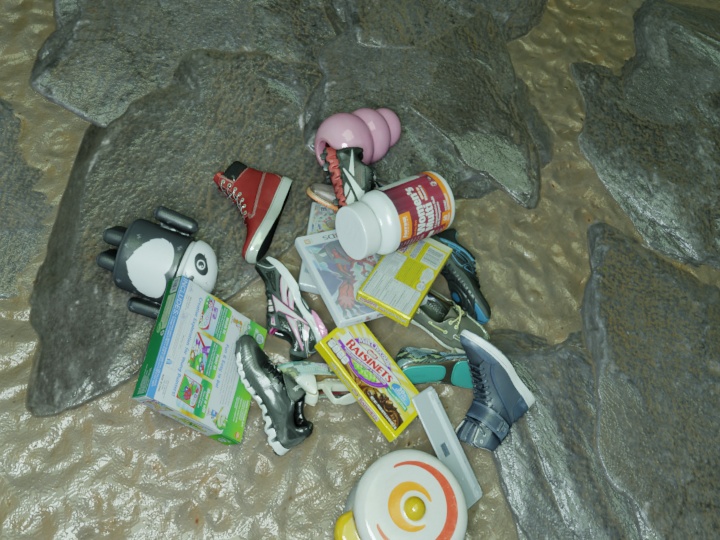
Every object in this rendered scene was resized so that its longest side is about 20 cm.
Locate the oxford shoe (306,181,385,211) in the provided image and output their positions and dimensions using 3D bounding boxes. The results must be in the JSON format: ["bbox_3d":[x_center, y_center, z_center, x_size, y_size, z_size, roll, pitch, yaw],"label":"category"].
[{"bbox_3d":[-0.005,-0.151,1.449,0.194,0.075,0.072,9,26,-16],"label":"oxford shoe"}]

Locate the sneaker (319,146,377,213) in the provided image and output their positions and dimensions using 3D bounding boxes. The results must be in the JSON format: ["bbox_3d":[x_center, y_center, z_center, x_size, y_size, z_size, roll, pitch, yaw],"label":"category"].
[{"bbox_3d":[-0.006,-0.139,1.372,0.095,0.071,0.205,-15,72,-3],"label":"sneaker"}]

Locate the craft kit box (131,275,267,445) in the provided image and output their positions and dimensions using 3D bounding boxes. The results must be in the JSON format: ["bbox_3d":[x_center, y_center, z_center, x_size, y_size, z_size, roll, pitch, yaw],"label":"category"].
[{"bbox_3d":[-0.247,0.144,1.202,0.196,0.048,0.205,37,51,-37],"label":"craft kit box"}]

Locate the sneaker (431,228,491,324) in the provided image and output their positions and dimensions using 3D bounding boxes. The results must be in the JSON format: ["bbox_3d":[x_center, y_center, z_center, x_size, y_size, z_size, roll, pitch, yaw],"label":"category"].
[{"bbox_3d":[0.196,0.005,1.432,0.081,0.074,0.203,-24,72,-25],"label":"sneaker"}]

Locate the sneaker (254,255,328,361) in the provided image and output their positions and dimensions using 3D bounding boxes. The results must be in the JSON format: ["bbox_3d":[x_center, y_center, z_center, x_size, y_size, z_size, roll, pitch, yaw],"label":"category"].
[{"bbox_3d":[-0.135,0.068,1.316,0.085,0.081,0.201,-31,68,-15],"label":"sneaker"}]

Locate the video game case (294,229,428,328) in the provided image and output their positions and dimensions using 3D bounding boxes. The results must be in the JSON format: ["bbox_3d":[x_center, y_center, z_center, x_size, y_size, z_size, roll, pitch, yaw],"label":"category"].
[{"bbox_3d":[0.000,0.000,1.348,0.178,0.023,0.202,-13,54,-25],"label":"video game case"}]

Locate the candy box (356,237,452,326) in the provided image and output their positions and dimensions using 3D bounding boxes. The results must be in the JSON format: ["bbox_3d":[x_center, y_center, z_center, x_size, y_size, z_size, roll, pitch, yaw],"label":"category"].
[{"bbox_3d":[0.080,0.005,1.321,0.100,0.027,0.201,25,46,13],"label":"candy box"}]

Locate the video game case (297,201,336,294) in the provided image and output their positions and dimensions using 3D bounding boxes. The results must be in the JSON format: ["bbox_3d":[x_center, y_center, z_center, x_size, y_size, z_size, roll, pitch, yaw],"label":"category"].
[{"bbox_3d":[-0.018,-0.030,1.405,0.177,0.023,0.204,13,50,-8],"label":"video game case"}]

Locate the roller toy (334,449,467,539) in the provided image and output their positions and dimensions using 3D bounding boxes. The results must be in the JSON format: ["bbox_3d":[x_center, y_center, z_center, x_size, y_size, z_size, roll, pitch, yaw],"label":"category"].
[{"bbox_3d":[0.066,0.378,1.168,0.195,0.141,0.186,22,59,-1],"label":"roller toy"}]

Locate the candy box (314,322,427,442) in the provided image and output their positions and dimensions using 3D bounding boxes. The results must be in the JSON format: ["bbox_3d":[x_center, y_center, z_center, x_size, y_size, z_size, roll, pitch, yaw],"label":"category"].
[{"bbox_3d":[0.019,0.175,1.267,0.201,0.026,0.102,50,46,5],"label":"candy box"}]

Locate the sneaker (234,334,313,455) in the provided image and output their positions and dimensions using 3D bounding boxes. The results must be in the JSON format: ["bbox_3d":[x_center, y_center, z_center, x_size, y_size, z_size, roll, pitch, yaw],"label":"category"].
[{"bbox_3d":[-0.132,0.190,1.215,0.204,0.089,0.066,67,22,-1],"label":"sneaker"}]

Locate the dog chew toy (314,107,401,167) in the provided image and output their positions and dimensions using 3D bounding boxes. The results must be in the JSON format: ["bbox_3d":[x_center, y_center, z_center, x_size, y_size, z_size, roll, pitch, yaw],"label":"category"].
[{"bbox_3d":[0.004,-0.262,1.499,0.198,0.125,0.125,-29,72,-34],"label":"dog chew toy"}]

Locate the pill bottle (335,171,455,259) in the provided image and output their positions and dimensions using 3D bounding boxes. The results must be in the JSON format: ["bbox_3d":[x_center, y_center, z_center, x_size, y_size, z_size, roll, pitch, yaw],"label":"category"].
[{"bbox_3d":[0.060,-0.093,1.304,0.197,0.110,0.111,-23,70,-32],"label":"pill bottle"}]

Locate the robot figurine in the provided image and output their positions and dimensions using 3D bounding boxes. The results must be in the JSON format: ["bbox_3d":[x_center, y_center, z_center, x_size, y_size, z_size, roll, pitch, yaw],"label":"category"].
[{"bbox_3d":[-0.339,-0.011,1.274,0.195,0.152,0.127,19,47,-3],"label":"robot figurine"}]

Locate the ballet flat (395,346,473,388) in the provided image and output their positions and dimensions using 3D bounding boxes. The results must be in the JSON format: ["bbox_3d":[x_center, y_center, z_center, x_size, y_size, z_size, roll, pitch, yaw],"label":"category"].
[{"bbox_3d":[0.153,0.165,1.347,0.194,0.075,0.076,7,61,-15],"label":"ballet flat"}]

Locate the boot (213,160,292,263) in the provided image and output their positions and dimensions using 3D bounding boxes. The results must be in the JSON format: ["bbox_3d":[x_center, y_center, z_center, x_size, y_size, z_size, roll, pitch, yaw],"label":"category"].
[{"bbox_3d":[-0.218,-0.111,1.392,0.141,0.073,0.203,19,52,-4],"label":"boot"}]

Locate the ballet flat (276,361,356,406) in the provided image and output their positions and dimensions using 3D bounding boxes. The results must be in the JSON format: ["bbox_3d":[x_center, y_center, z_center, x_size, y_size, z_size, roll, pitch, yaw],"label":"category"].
[{"bbox_3d":[-0.059,0.193,1.269,0.194,0.070,0.072,2,38,-16],"label":"ballet flat"}]

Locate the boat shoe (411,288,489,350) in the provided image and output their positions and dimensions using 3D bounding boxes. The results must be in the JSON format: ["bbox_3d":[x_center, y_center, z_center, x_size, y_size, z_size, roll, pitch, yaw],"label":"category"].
[{"bbox_3d":[0.152,0.087,1.385,0.198,0.061,0.073,29,60,2],"label":"boat shoe"}]

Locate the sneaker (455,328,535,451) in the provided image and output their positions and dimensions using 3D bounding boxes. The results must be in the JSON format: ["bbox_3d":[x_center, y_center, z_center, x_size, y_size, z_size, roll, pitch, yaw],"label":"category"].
[{"bbox_3d":[0.200,0.211,1.280,0.146,0.077,0.203,-46,114,-12],"label":"sneaker"}]

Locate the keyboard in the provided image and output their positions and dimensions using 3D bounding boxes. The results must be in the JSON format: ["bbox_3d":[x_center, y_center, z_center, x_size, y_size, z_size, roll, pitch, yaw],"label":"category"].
[{"bbox_3d":[0.145,0.297,1.269,0.055,0.011,0.204,-21,84,-38],"label":"keyboard"}]
